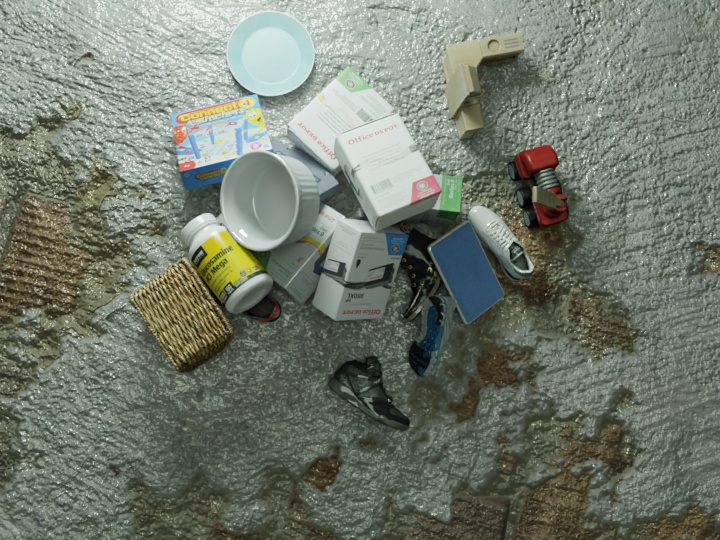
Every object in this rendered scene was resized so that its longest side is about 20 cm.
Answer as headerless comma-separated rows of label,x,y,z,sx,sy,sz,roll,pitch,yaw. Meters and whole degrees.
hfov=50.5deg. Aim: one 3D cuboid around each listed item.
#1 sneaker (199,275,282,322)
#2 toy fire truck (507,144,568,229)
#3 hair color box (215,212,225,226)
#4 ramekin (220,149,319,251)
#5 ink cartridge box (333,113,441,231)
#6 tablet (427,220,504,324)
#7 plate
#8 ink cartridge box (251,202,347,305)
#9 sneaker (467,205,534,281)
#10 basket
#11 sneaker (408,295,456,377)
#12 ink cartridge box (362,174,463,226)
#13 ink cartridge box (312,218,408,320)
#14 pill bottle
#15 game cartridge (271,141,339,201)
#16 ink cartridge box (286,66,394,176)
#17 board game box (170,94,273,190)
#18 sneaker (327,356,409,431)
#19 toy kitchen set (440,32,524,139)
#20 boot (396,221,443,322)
sneaker,-0.263,0.053,1.654,0.200,0.085,0.075,20,83,-1
toy fire truck,0.395,-0.187,1.665,0.129,0.200,0.176,-16,86,-6
hair color box,-0.259,-0.099,1.681,0.200,0.061,0.100,-44,88,-7
ramekin,-0.178,-0.142,1.547,0.200,0.098,0.201,4,98,31
ink cartridge box,0.052,-0.201,1.553,0.146,0.085,0.200,-23,74,-13
tablet,0.235,0.004,1.688,0.130,0.014,0.200,-34,105,-25
plate,-0.204,-0.492,1.743,0.200,0.026,0.200,0,84,-3
ink cartridge box,-0.122,-0.049,1.643,0.200,0.088,0.145,-48,52,-8
sneaker,0.319,-0.068,1.709,0.076,0.081,0.200,-39,87,-5
basket,-0.361,0.097,1.612,0.149,0.143,0.200,-36,82,-4
sneaker,0.169,0.143,1.667,0.075,0.087,0.200,33,119,35
ink cartridge box,0.111,-0.160,1.669,0.200,0.146,0.084,7,82,-4
ink cartridge box,0.000,0.000,1.613,0.145,0.084,0.200,1,113,-44
pill bottle,-0.281,-0.018,1.577,0.112,0.112,0.200,-39,75,-7
game cartridge,-0.150,-0.207,1.657,0.200,0.041,0.133,37,53,24
ink cartridge box,-0.046,-0.327,1.701,0.145,0.084,0.200,43,78,1
board game box,-0.297,-0.280,1.649,0.200,0.056,0.196,-15,51,-6
sneaker,0.039,0.261,1.658,0.199,0.076,0.114,35,89,5
toy kitchen set,0.293,-0.423,1.700,0.180,0.163,0.200,-12,86,-5
boot,0.109,-0.002,1.690,0.151,0.073,0.200,33,79,-1
